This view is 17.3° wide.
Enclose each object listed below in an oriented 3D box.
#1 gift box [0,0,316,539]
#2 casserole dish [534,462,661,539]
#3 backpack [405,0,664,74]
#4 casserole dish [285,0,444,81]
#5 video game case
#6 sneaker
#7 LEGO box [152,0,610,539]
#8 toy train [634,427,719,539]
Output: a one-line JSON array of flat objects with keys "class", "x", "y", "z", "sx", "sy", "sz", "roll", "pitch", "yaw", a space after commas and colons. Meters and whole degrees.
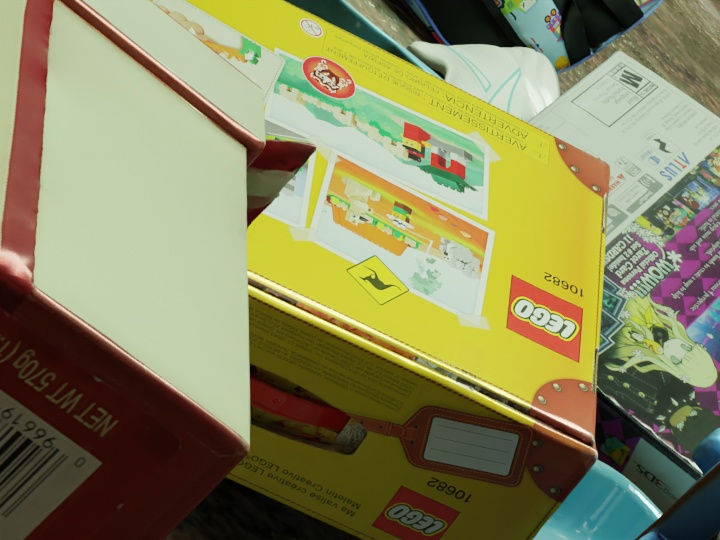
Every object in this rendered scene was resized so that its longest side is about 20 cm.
[{"class": "gift box", "x": -0.117, "y": -0.009, "z": 0.527, "sx": 0.184, "sy": 0.200, "sz": 0.187, "roll": 42, "pitch": 19, "yaw": -24}, {"class": "casserole dish", "x": 0.074, "y": 0.116, "z": 0.856, "sx": 0.200, "sy": 0.039, "sz": 0.121, "roll": 18, "pitch": 31, "yaw": -54}, {"class": "backpack", "x": 0.082, "y": -0.216, "z": 1.328, "sx": 0.201, "sy": 0.182, "sz": 0.135, "roll": 55, "pitch": 1, "yaw": -16}, {"class": "casserole dish", "x": 0.007, "y": -0.076, "z": 0.988, "sx": 0.121, "sy": 0.039, "sz": 0.200, "roll": 39, "pitch": 4, "yaw": -17}, {"class": "video game case", "x": 0.129, "y": 0.002, "z": 1.034, "sx": 0.181, "sy": 0.036, "sz": 0.200, "roll": 37, "pitch": 45, "yaw": 15}, {"class": "sneaker", "x": 0.065, "y": -0.038, "z": 1.129, "sx": 0.080, "sy": 0.071, "sz": 0.201, "roll": 10, "pitch": 37, "yaw": -26}, {"class": "LEGO box", "x": -0.023, "y": -0.008, "z": 0.763, "sx": 0.199, "sy": 0.077, "sz": 0.149, "roll": 26, "pitch": 38, "yaw": -11}, {"class": "toy train", "x": 0.077, "y": 0.121, "z": 0.659, "sx": 0.087, "sy": 0.200, "sz": 0.114, "roll": 49, "pitch": 32, "yaw": 9}]
